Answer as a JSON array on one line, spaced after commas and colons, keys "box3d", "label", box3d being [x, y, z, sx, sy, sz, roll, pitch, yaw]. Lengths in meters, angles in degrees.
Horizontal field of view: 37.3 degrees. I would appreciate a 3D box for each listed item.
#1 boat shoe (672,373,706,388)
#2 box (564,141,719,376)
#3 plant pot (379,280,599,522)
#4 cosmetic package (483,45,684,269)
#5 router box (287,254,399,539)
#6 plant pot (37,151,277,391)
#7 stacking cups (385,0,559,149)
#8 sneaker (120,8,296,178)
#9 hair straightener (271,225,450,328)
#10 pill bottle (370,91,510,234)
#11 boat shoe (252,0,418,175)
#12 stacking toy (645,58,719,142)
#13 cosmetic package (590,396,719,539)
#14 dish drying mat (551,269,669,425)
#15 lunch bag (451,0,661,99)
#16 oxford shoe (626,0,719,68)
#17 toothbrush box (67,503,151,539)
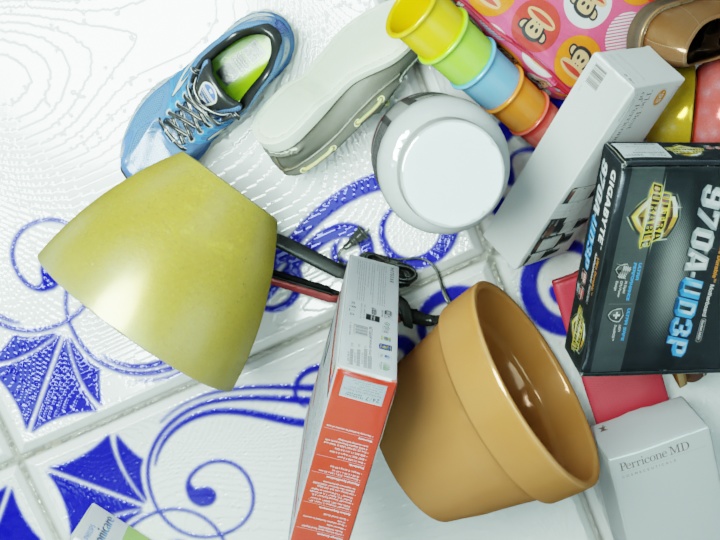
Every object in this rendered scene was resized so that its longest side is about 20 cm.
[{"box3d": [0.292, 0.007, 0.988, 0.069, 0.070, 0.203, -19, 100, 5], "label": "boat shoe"}, {"box3d": [0.265, -0.008, 0.893, 0.156, 0.046, 0.203, 0, 119, -10], "label": "box"}, {"box3d": [0.102, 0.131, 0.951, 0.139, 0.200, 0.201, -32, 100, 19], "label": "plant pot"}, {"box3d": [0.188, -0.093, 0.912, 0.051, 0.082, 0.201, 48, 132, 23], "label": "cosmetic package"}, {"box3d": [-0.013, 0.111, 0.910, 0.048, 0.201, 0.182, 13, 116, -4], "label": "router box"}, {"box3d": [-0.151, -0.014, 0.911, 0.199, 0.200, 0.143, 36, 89, -8], "label": "plant pot"}, {"box3d": [0.109, -0.173, 0.931, 0.199, 0.061, 0.061, 33, 98, -34], "label": "stacking cups"}, {"box3d": [-0.140, -0.152, 0.934, 0.079, 0.089, 0.200, 44, 98, -8], "label": "sneaker"}, {"box3d": [0.000, 0.000, 0.990, 0.197, 0.041, 0.078, 19, 99, -5], "label": "hair straightener"}, {"box3d": [0.066, -0.092, 0.896, 0.109, 0.200, 0.113, 0, 101, -2], "label": "pill bottle"}, {"box3d": [-0.007, -0.166, 0.952, 0.201, 0.072, 0.060, -41, 140, -7], "label": "boat shoe"}, {"box3d": [0.303, -0.142, 0.954, 0.197, 0.146, 0.149, 7, 100, 15], "label": "stacking toy"}, {"box3d": [0.292, 0.235, 1.016, 0.100, 0.071, 0.203, -18, 107, 0], "label": "cosmetic package"}, {"box3d": [0.248, 0.090, 1.029, 0.076, 0.018, 0.203, -19, 99, 2], "label": "dish drying mat"}, {"box3d": [0.172, -0.268, 0.935, 0.199, 0.082, 0.177, 37, 93, -10], "label": "lunch bag"}, {"box3d": [0.326, -0.220, 0.925, 0.198, 0.071, 0.072, -30, 131, -22], "label": "oxford shoe"}, {"box3d": [-0.218, 0.347, 1.018, 0.199, 0.086, 0.147, 33, 97, -8], "label": "toothbrush box"}]
